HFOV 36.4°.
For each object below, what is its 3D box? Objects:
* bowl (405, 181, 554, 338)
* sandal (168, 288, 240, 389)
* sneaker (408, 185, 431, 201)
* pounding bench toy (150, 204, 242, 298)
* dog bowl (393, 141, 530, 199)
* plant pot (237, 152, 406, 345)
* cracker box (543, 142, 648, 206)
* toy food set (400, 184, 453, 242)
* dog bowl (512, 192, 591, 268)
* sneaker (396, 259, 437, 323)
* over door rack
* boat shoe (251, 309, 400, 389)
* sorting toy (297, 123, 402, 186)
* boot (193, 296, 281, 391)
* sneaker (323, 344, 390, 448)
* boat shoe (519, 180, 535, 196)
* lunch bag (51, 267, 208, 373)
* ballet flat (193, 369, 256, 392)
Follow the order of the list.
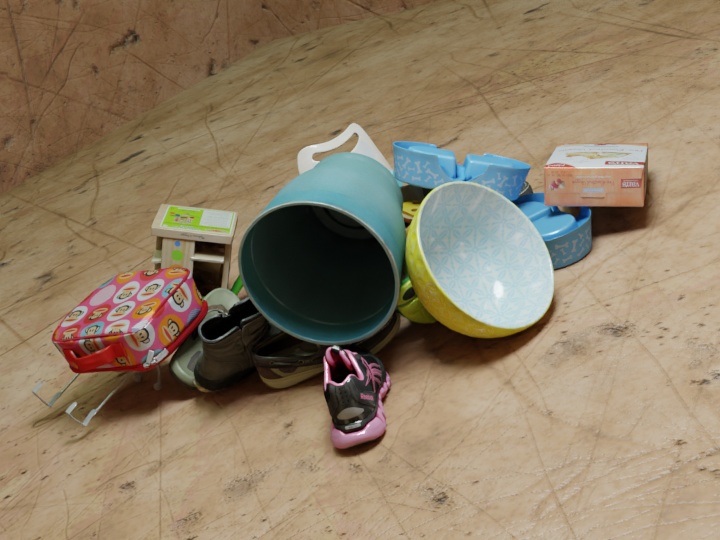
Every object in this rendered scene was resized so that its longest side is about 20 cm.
[{"bbox_3d":[0.128,0.004,1.346,0.200,0.200,0.108,-40,-4,-41],"label":"bowl"},{"bbox_3d":[-0.206,0.090,1.545,0.058,0.079,0.202,-59,7,34],"label":"sandal"},{"bbox_3d":[0.028,-0.054,1.658,0.198,0.075,0.106,-25,-16,-2],"label":"sneaker"},{"bbox_3d":[-0.228,-0.002,1.724,0.197,0.158,0.124,6,19,-5],"label":"pounding bench toy"},{"bbox_3d":[0.140,-0.141,1.562,0.197,0.050,0.112,9,14,1],"label":"dog bowl"},{"bbox_3d":[-0.029,-0.044,1.360,0.198,0.202,0.189,-12,29,23],"label":"plant pot"},{"bbox_3d":[0.334,-0.137,1.538,0.132,0.058,0.200,1,17,15],"label":"cracker box"},{"bbox_3d":[0.086,-0.076,1.500,0.142,0.061,0.199,-17,28,-32],"label":"toy food set"},{"bbox_3d":[0.246,-0.054,1.514,0.111,0.050,0.200,-26,22,-12],"label":"dog bowl"},{"bbox_3d":[0.091,0.017,1.464,0.083,0.075,0.200,-5,17,32],"label":"sneaker"},{"bbox_3d":[-0.354,0.149,1.576,0.200,0.067,0.147,-40,27,-27],"label":"over door rack"},{"bbox_3d":[-0.045,0.089,1.396,0.198,0.065,0.074,-27,52,3],"label":"boat shoe"},{"bbox_3d":[-0.012,-0.133,1.752,0.199,0.181,0.107,-30,5,-23],"label":"sorting toy"},{"bbox_3d":[-0.128,0.074,1.427,0.199,0.068,0.131,-30,-23,-32],"label":"boot"},{"bbox_3d":[-0.013,0.120,1.272,0.078,0.096,0.200,-21,19,4],"label":"sneaker"},{"bbox_3d":[0.184,-0.092,1.651,0.200,0.061,0.071,-32,23,-26],"label":"boat shoe"},{"bbox_3d":[-0.325,0.077,1.511,0.198,0.083,0.177,-6,32,36],"label":"lunch bag"},{"bbox_3d":[-0.154,0.111,1.515,0.200,0.066,0.057,-39,-16,-39],"label":"ballet flat"}]
